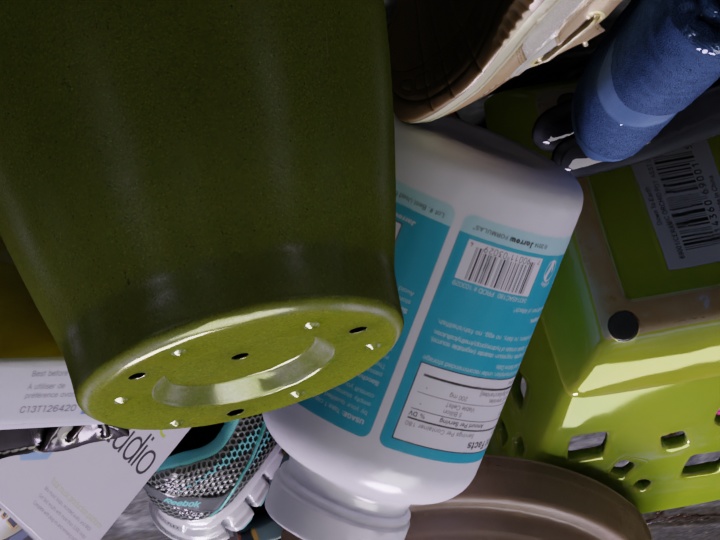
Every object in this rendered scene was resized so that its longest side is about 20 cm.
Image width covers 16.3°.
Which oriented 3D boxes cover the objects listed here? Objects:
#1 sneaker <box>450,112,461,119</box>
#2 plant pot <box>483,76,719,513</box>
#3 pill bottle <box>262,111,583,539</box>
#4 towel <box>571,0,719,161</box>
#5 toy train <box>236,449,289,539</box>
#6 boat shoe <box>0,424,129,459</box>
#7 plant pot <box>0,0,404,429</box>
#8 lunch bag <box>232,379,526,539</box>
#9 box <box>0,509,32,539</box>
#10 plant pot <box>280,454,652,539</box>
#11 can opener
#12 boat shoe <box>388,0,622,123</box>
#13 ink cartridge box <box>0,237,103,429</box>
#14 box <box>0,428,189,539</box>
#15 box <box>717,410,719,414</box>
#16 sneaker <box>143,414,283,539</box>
[{"bbox_3d":[0.000,0.000,1.277,0.086,0.074,0.201,-11,130,-23],"label":"sneaker"},{"bbox_3d":[0.154,0.001,1.303,0.197,0.201,0.182,-9,155,-11],"label":"plant pot"},{"bbox_3d":[0.021,0.031,1.175,0.110,0.111,0.201,8,108,-50],"label":"pill bottle"},{"bbox_3d":[0.145,-0.113,1.084,0.112,0.048,0.200,-52,-179,-14],"label":"towel"},{"bbox_3d":[0.011,0.111,1.410,0.199,0.115,0.085,-22,-170,1],"label":"toy train"},{"bbox_3d":[-0.119,0.043,1.123,0.200,0.066,0.072,-22,131,-44],"label":"boat shoe"},{"bbox_3d":[-0.068,-0.048,0.981,0.199,0.194,0.201,-13,162,-4],"label":"plant pot"},{"bbox_3d":[0.010,0.083,1.506,0.198,0.140,0.169,-11,133,-9],"label":"lunch bag"},{"bbox_3d":[-0.197,0.074,1.322,0.163,0.086,0.200,-38,158,4],"label":"box"},{"bbox_3d":[0.055,0.184,1.303,0.199,0.093,0.201,1,146,1],"label":"plant pot"},{"bbox_3d":[0.178,-0.092,1.218,0.199,0.079,0.063,-19,-154,-1],"label":"can opener"},{"bbox_3d":[0.079,-0.121,1.072,0.066,0.075,0.200,4,155,-31],"label":"boat shoe"},{"bbox_3d":[-0.176,-0.009,1.064,0.196,0.200,0.047,-2,130,-35],"label":"ink cartridge box"},{"bbox_3d":[-0.114,0.036,1.220,0.200,0.036,0.144,-52,150,-11],"label":"box"},{"bbox_3d":[0.242,0.015,1.514,0.199,0.123,0.106,-4,158,-31],"label":"box"},{"bbox_3d":[-0.053,0.050,1.332,0.077,0.201,0.091,25,166,25],"label":"sneaker"}]
